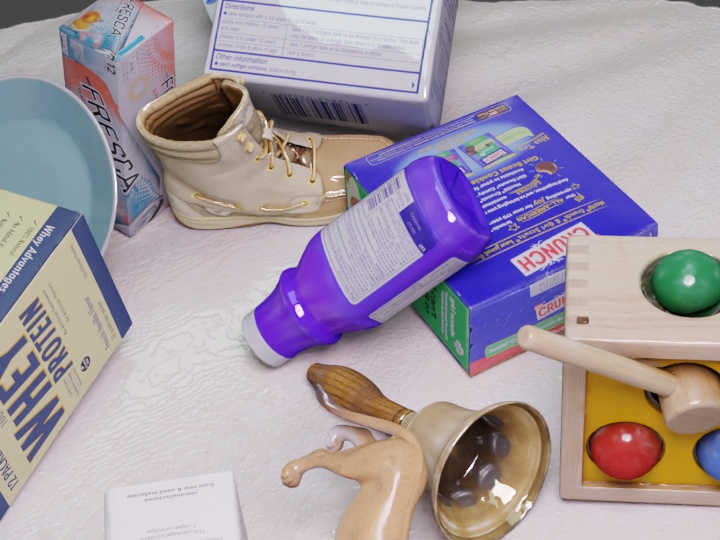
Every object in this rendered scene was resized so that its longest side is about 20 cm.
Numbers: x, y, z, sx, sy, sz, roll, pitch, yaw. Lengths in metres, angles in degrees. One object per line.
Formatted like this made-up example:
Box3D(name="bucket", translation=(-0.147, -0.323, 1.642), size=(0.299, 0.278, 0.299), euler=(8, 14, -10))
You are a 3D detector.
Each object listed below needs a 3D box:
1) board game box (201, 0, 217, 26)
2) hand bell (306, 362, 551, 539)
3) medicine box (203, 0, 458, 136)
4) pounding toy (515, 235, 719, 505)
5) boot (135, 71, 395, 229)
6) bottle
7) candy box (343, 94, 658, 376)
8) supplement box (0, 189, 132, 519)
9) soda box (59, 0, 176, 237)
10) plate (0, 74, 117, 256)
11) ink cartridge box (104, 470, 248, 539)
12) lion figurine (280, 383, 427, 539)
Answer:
Box3D(name="board game box", translation=(-0.050, -0.277, 1.508), size=(0.196, 0.056, 0.200), euler=(-28, 35, 1))
Box3D(name="hand bell", translation=(0.029, 0.105, 1.167), size=(0.104, 0.104, 0.200), euler=(-33, 36, -25))
Box3D(name="medicine box", translation=(-0.014, -0.226, 1.352), size=(0.182, 0.103, 0.200), euler=(8, 80, 9))
Box3D(name="pounding toy", translation=(0.196, 0.066, 1.079), size=(0.184, 0.200, 0.142), euler=(1, 43, 7))
Box3D(name="boot", translation=(-0.069, -0.099, 1.324), size=(0.200, 0.156, 0.073), euler=(-6, 64, 5))
Box3D(name="bottle", translation=(0.000, 0.000, 1.216), size=(0.200, 0.065, 0.084), euler=(-37, 57, 23))
Box3D(name="candy box", translation=(0.106, -0.033, 1.294), size=(0.169, 0.077, 0.200), euler=(-23, 44, -17))
Box3D(name="supplement box", translation=(-0.313, 0.046, 1.203), size=(0.200, 0.134, 0.200), euler=(16, 57, 24))
Box3D(name="soda box", translation=(-0.191, -0.125, 1.339), size=(0.064, 0.200, 0.068), euler=(31, 54, 22))
Box3D(name="plate", translation=(-0.271, -0.056, 1.328), size=(0.200, 0.200, 0.026), euler=(19, 7, 26))
Box3D(name="ink cartridge box", translation=(-0.097, 0.243, 0.972), size=(0.084, 0.145, 0.200), euler=(-8, 43, -1))
Box3D(name="lion figurine", translation=(0.009, 0.167, 1.055), size=(0.122, 0.072, 0.200), euler=(-8, 73, 36))
